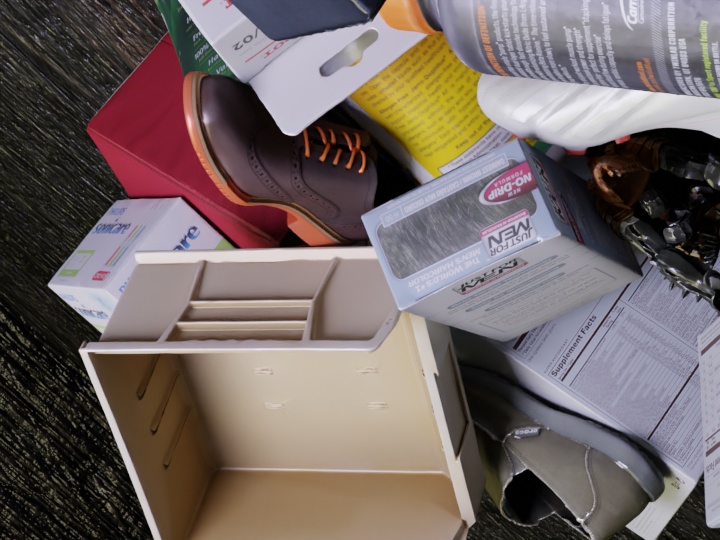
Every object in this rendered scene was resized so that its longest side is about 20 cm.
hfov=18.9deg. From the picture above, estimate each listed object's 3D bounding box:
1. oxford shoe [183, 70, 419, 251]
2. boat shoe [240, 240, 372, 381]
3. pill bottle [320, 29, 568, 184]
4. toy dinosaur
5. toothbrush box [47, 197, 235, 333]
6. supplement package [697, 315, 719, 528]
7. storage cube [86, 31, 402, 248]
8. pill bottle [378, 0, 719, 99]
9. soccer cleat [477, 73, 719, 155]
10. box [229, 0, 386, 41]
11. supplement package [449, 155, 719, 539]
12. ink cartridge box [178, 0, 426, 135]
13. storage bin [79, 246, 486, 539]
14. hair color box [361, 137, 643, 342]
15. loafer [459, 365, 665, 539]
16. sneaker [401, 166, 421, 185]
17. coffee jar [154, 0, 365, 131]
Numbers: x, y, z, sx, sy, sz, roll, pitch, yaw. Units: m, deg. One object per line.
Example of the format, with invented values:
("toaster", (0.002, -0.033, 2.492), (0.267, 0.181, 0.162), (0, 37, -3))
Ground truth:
("oxford shoe", (-0.032, -0.070, 1.238), (0.072, 0.072, 0.200), (-15, 158, 25))
("boat shoe", (0.000, 0.000, 1.361), (0.066, 0.199, 0.074), (48, -169, -47))
("pill bottle", (0.033, -0.132, 1.278), (0.200, 0.113, 0.113), (42, 164, -20))
("toy dinosaur", (0.178, -0.032, 1.231), (0.135, 0.199, 0.103), (32, 120, 28))
("toothbrush box", (-0.102, 0.044, 1.500), (0.200, 0.086, 0.145), (44, 165, -18))
("supplement package", (0.292, 0.072, 1.126), (0.198, 0.112, 0.156), (1, 165, -5))
("storage cube", (-0.051, -0.082, 1.502), (0.179, 0.171, 0.200), (30, 164, 27))
("pill bottle", (0.106, -0.139, 1.003), (0.199, 0.107, 0.106), (8, 153, 24))
("soccer cleat", (0.156, -0.102, 1.129), (0.199, 0.070, 0.078), (7, 144, 19))
("box", (-0.029, -0.241, 0.935), (0.200, 0.197, 0.124), (42, 164, -18))
("supplement package", (0.166, 0.052, 1.452), (0.199, 0.147, 0.191), (34, 164, 10))
("ink cartridge box", (-0.057, -0.187, 1.172), (0.200, 0.115, 0.068), (54, -177, 19))
("storage bin", (-0.040, 0.091, 1.323), (0.197, 0.094, 0.201), (-1, 130, 18))
("hair color box", (0.086, -0.013, 1.231), (0.061, 0.099, 0.200), (68, -164, 14))
("loafer", (0.100, 0.119, 1.385), (0.199, 0.070, 0.075), (19, 156, 45))
("sneaker", (0.065, -0.042, 1.485), (0.071, 0.083, 0.201), (32, 126, 15))
("coffee jar", (-0.071, -0.146, 1.364), (0.104, 0.085, 0.201), (35, -154, -50))
